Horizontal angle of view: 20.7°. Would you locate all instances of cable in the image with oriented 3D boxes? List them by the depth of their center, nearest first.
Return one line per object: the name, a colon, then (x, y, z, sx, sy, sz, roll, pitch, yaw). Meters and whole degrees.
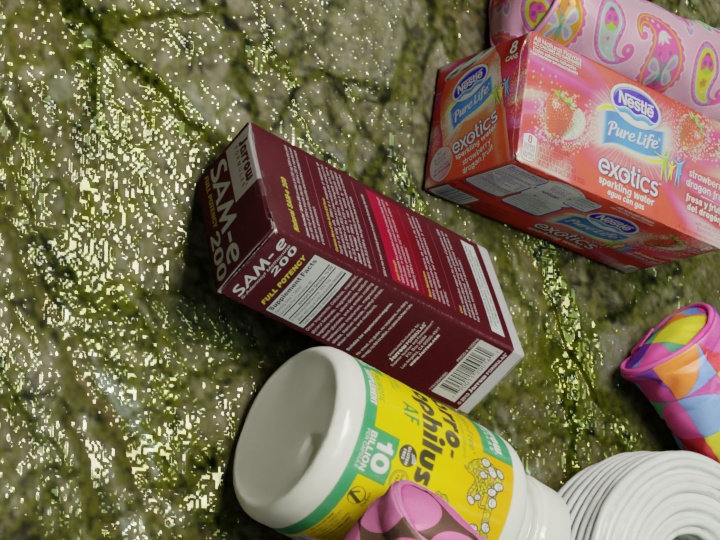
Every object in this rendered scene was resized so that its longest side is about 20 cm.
cable: (0.204, 0.221, 1.322, 0.199, 0.069, 0.202, 2, 79, -38)

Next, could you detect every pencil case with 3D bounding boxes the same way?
pencil case: (-0.002, 0.220, 1.126, 0.091, 0.200, 0.093, 48, 15, 31)
pencil case: (0.181, -0.165, 1.405, 0.199, 0.087, 0.088, 19, 69, -32)
pencil case: (0.266, 0.122, 1.411, 0.088, 0.088, 0.201, -44, 108, -35)

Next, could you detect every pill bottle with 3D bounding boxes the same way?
pill bottle: (0.030, 0.135, 1.205, 0.199, 0.112, 0.114, 30, 64, -29)

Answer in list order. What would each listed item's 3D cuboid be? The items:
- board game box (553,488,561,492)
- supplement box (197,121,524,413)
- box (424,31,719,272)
board game box: (0.157, 0.259, 1.337, 0.104, 0.023, 0.202, 24, 67, -35)
supplement box: (0.000, 0.000, 1.213, 0.199, 0.061, 0.109, 28, 28, -31)
box: (0.152, -0.077, 1.353, 0.199, 0.099, 0.096, 20, 69, -33)
